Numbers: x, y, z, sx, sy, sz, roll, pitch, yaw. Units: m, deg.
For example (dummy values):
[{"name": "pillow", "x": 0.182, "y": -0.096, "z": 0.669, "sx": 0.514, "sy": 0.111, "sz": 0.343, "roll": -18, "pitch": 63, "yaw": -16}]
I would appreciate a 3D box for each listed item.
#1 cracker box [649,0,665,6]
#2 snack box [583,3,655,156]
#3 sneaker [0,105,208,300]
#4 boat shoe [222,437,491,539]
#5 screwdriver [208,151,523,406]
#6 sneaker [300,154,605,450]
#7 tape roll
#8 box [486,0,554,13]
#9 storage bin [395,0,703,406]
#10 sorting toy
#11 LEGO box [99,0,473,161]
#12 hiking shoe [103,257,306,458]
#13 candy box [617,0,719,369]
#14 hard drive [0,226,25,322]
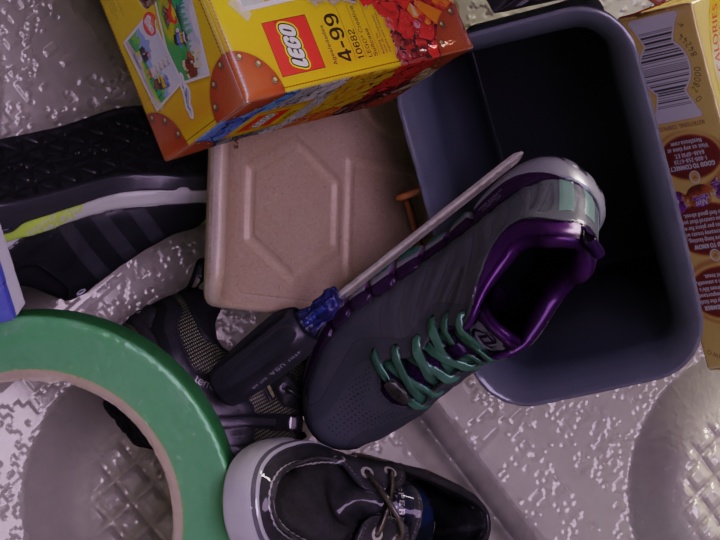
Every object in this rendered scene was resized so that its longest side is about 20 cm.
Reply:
[{"name": "cracker box", "x": 0.088, "y": -0.234, "z": 1.042, "sx": 0.199, "sy": 0.058, "sz": 0.135, "roll": 22, "pitch": 49, "yaw": -28}, {"name": "snack box", "x": 0.232, "y": -0.114, "z": 1.245, "sx": 0.200, "sy": 0.053, "sz": 0.142, "roll": -45, "pitch": 106, "yaw": -16}, {"name": "sneaker", "x": -0.142, "y": -0.029, "z": 1.092, "sx": 0.198, "sy": 0.072, "sz": 0.083, "roll": -9, "pitch": 132, "yaw": -31}, {"name": "boat shoe", "x": 0.006, "y": 0.125, "z": 1.079, "sx": 0.200, "sy": 0.066, "sz": 0.071, "roll": 27, "pitch": 58, "yaw": -55}, {"name": "screwdriver", "x": 0.000, "y": 0.000, "z": 1.046, "sx": 0.200, "sy": 0.028, "sz": 0.029, "roll": -43, "pitch": 113, "yaw": 16}, {"name": "sneaker", "x": 0.040, "y": 0.028, "z": 1.043, "sx": 0.074, "sy": 0.088, "sz": 0.200, "roll": 38, "pitch": 110, "yaw": -16}, {"name": "tape roll", "x": -0.160, "y": 0.121, "z": 1.044, "sx": 0.198, "sy": 0.048, "sz": 0.203, "roll": 0, "pitch": 94, "yaw": 0}, {"name": "box", "x": 0.084, "y": -0.241, "z": 1.123, "sx": 0.158, "sy": 0.048, "sz": 0.201, "roll": -18, "pitch": 76, "yaw": -46}, {"name": "storage bin", "x": 0.097, "y": -0.048, "z": 1.130, "sx": 0.144, "sy": 0.134, "sz": 0.202, "roll": -13, "pitch": 106, "yaw": 13}, {"name": "sorting toy", "x": -0.016, "y": -0.067, "z": 1.114, "sx": 0.199, "sy": 0.036, "sz": 0.187, "roll": 8, "pitch": 81, "yaw": -49}, {"name": "LEGO box", "x": -0.055, "y": -0.170, "z": 0.999, "sx": 0.148, "sy": 0.077, "sz": 0.202, "roll": -18, "pitch": 82, "yaw": -41}, {"name": "hiking shoe", "x": -0.053, "y": 0.094, "z": 1.111, "sx": 0.100, "sy": 0.076, "sz": 0.201, "roll": -39, "pitch": 103, "yaw": -15}, {"name": "candy box", "x": 0.217, "y": -0.059, "z": 1.161, "sx": 0.116, "sy": 0.056, "sz": 0.202, "roll": -24, "pitch": 100, "yaw": -44}, {"name": "hard drive", "x": -0.249, "y": -0.061, "z": 0.991, "sx": 0.131, "sy": 0.025, "sz": 0.202, "roll": -8, "pitch": 113, "yaw": 15}]
